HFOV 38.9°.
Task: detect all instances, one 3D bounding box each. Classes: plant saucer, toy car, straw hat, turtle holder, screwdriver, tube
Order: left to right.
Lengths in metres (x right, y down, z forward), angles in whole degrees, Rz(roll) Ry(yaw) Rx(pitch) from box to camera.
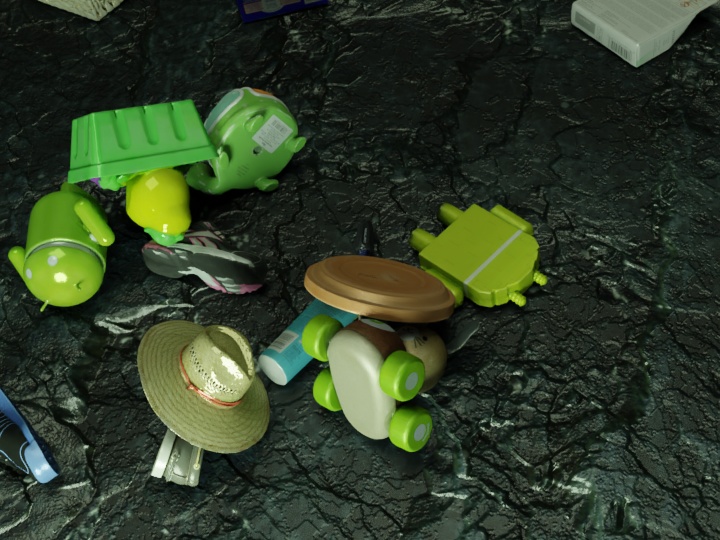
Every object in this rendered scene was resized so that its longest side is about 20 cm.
[{"bbox_3d":[-0.177,0.119,1.272,0.200,0.085,0.202,28,34,-21],"label":"straw hat"},{"bbox_3d":[-0.182,-0.197,1.588,0.140,0.187,0.132,-1,38,-34],"label":"turtle holder"},{"bbox_3d":[-0.055,0.072,1.389,0.077,0.051,0.200,33,57,21],"label":"tube"},{"bbox_3d":[0.000,0.000,1.431,0.029,0.028,0.201,32,38,-19],"label":"screwdriver"},{"bbox_3d":[0.026,0.018,1.321,0.198,0.033,0.200,9,15,-2],"label":"plant saucer"},{"bbox_3d":[0.056,0.101,1.286,0.163,0.159,0.199,21,44,39],"label":"toy car"}]

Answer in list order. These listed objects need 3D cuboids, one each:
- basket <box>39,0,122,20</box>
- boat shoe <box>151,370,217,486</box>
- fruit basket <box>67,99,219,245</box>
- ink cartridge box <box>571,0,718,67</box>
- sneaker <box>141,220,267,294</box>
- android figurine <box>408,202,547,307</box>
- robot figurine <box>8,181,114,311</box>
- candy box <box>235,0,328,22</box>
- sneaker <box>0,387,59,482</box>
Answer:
[{"bbox_3d":[-0.549,-0.584,1.962,0.198,0.136,0.124,22,60,26],"label":"basket"},{"bbox_3d":[-0.207,0.188,1.308,0.060,0.072,0.203,22,43,-5],"label":"boat shoe"},{"bbox_3d":[-0.308,-0.136,1.479,0.216,0.217,0.155,-44,23,-24],"label":"fruit basket"},{"bbox_3d":[0.480,-0.435,1.708,0.199,0.050,0.161,-29,51,-19],"label":"ink cartridge box"},{"bbox_3d":[-0.220,-0.034,1.484,0.198,0.081,0.087,15,53,20],"label":"sneaker"},{"bbox_3d":[0.167,-0.020,1.423,0.199,0.041,0.182,33,63,32],"label":"android figurine"},{"bbox_3d":[-0.431,-0.034,1.497,0.174,0.116,0.202,-28,47,23],"label":"robot figurine"},{"bbox_3d":[-0.158,-0.569,1.913,0.167,0.077,0.202,-12,51,2],"label":"candy box"},{"bbox_3d":[-0.466,0.223,1.329,0.078,0.070,0.200,-40,49,-16],"label":"sneaker"}]
